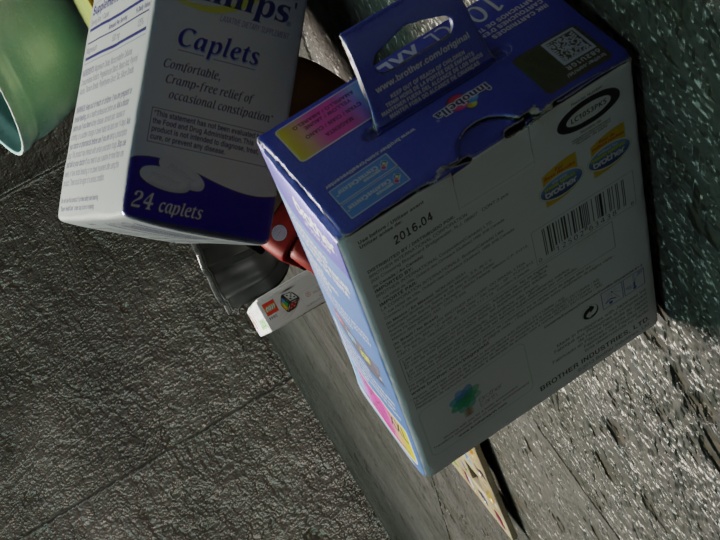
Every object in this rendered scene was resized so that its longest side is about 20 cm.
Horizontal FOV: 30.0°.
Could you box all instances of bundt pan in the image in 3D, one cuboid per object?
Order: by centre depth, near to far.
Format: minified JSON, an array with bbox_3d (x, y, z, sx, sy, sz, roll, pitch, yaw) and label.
[{"bbox_3d":[-0.122,-0.063,1.296,0.202,0.075,0.203,-19,-90,-87],"label":"bundt pan"}]

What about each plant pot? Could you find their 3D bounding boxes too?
[{"bbox_3d":[-0.324,-0.230,1.287,0.200,0.134,0.201,47,159,24],"label":"plant pot"}]

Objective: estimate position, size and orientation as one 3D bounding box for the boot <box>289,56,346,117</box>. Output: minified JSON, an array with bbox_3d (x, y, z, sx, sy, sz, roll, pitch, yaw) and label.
[{"bbox_3d":[0.000,-0.092,0.864,0.200,0.074,0.155,50,168,16],"label":"boot"}]

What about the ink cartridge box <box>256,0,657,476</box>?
[{"bbox_3d":[0.046,-0.025,0.559,0.076,0.136,0.201,49,166,38],"label":"ink cartridge box"}]

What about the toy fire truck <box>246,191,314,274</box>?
[{"bbox_3d":[0.000,0.000,1.017,0.199,0.129,0.176,36,-177,15],"label":"toy fire truck"}]

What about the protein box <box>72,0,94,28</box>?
[{"bbox_3d":[-0.164,-0.231,1.135,0.199,0.134,0.200,60,172,6],"label":"protein box"}]

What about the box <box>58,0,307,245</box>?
[{"bbox_3d":[-0.123,-0.123,0.920,0.184,0.104,0.202,3,84,64],"label":"box"}]

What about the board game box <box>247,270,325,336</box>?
[{"bbox_3d":[-0.045,0.017,1.289,0.035,0.126,0.200,60,172,0],"label":"board game box"}]

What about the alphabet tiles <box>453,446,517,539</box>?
[{"bbox_3d":[0.085,0.148,1.313,0.167,0.008,0.201,50,167,53],"label":"alphabet tiles"}]
